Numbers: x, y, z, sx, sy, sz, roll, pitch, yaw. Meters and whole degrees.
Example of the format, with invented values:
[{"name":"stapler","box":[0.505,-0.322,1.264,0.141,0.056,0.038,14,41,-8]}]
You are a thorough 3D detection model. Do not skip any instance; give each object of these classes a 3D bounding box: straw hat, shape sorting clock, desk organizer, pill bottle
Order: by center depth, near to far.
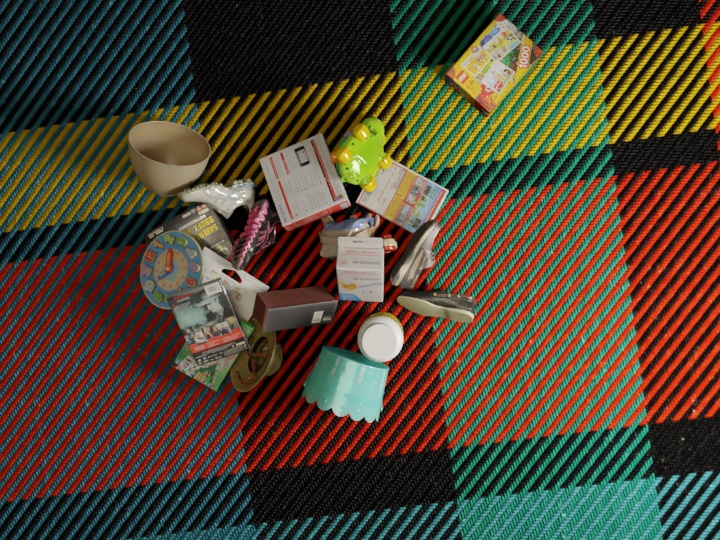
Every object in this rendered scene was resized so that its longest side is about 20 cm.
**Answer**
[{"name":"pill bottle","box":[0.050,0.165,1.652,0.112,0.200,0.113,0,91,3]},{"name":"shape sorting clock","box":[-0.480,-0.002,1.690,0.199,0.039,0.201,-5,80,27]},{"name":"desk organizer","box":[-0.166,0.094,1.694,0.199,0.077,0.072,-5,125,-34]},{"name":"straw hat","box":[-0.248,0.223,1.725,0.085,0.201,0.202,26,93,-37]}]

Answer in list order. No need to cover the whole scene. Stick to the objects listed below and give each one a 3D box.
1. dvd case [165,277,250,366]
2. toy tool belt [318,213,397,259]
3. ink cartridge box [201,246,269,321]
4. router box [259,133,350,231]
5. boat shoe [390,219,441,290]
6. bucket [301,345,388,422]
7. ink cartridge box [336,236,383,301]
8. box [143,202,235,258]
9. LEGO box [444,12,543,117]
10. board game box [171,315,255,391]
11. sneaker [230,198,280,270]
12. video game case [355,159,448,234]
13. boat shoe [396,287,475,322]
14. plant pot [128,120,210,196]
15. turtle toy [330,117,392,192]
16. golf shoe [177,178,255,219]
[{"name":"dvd case","box":[-0.377,0.130,1.666,0.145,0.022,0.201,-19,111,4]},{"name":"toy tool belt","box":[-0.010,-0.099,1.687,0.199,0.125,0.124,-7,84,23]},{"name":"ink cartridge box","box":[-0.362,0.057,1.726,0.200,0.044,0.174,33,98,-10]},{"name":"router box","box":[-0.143,-0.226,1.709,0.179,0.049,0.201,-21,75,4]},{"name":"boat shoe","box":[0.152,-0.038,1.709,0.073,0.075,0.200,28,108,-15]},{"name":"bucket","box":[-0.032,0.278,1.663,0.206,0.207,0.135,19,90,3]},{"name":"ink cartridge box","box":[0.000,0.000,1.652,0.115,0.200,0.068,2,58,3]},{"name":"box","box":[-0.443,-0.071,1.754,0.199,0.048,0.159,-28,89,4]},{"name":"LEGO box","box":[0.334,-0.514,1.686,0.149,0.077,0.200,41,93,2]},{"name":"board game box","box":[-0.378,0.194,1.718,0.134,0.029,0.200,31,100,-7]},{"name":"sneaker","box":[-0.258,-0.080,1.709,0.095,0.079,0.201,37,68,-35]},{"name":"video game case","box":[0.108,-0.192,1.734,0.199,0.017,0.143,29,92,3]},{"name":"boat shoe","box":[0.195,0.081,1.713,0.200,0.074,0.063,10,63,10]},{"name":"plant pot","box":[-0.493,-0.268,1.700,0.200,0.200,0.135,25,126,3]},{"name":"turtle toy","box":[0.003,-0.302,1.686,0.146,0.101,0.200,46,71,-36]},{"name":"golf shoe","box":[-0.361,-0.178,1.704,0.199,0.078,0.098,-9,99,-24]}]
